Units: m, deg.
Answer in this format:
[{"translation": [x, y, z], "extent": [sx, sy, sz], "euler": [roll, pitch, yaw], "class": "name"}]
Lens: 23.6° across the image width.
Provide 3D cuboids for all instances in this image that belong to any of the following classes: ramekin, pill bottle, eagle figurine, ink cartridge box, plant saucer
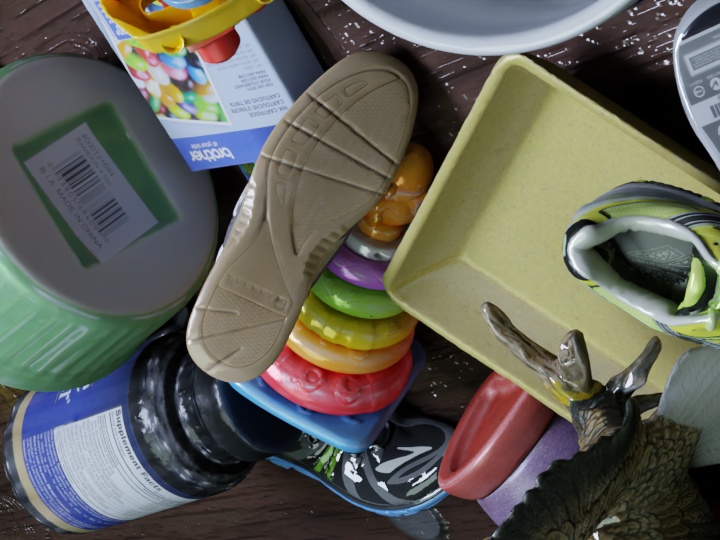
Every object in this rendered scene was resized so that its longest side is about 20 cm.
[{"translation": [-0.184, -0.035, 1.056], "extent": [0.200, 0.200, 0.098], "euler": [47, 137, -13], "class": "ramekin"}, {"translation": [-0.137, 0.104, 1.154], "extent": [0.200, 0.112, 0.112], "euler": [-21, 116, 35], "class": "pill bottle"}, {"translation": [0.115, 0.128, 0.846], "extent": [0.151, 0.200, 0.151], "euler": [12, 126, -2], "class": "eagle figurine"}, {"translation": [-0.085, -0.125, 0.998], "extent": [0.119, 0.042, 0.200], "euler": [-3, 130, 44], "class": "ink cartridge box"}, {"translation": [0.132, -0.007, 0.913], "extent": [0.200, 0.048, 0.200], "euler": [34, 137, 7], "class": "plant saucer"}]

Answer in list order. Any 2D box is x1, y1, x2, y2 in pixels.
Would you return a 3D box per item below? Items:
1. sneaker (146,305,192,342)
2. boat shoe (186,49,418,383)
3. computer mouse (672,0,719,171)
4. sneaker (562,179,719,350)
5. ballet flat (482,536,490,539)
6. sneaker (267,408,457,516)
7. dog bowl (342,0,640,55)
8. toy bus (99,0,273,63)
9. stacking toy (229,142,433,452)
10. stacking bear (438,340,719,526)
[{"translation": [-0.195, 0.000, 1.209], "extent": [0.200, 0.071, 0.098], "euler": [41, 146, -8], "class": "sneaker"}, {"translation": [-0.036, -0.033, 0.958], "extent": [0.072, 0.200, 0.065], "euler": [26, -175, -12], "class": "boat shoe"}, {"translation": [0.209, -0.039, 0.790], "extent": [0.110, 0.044, 0.200], "euler": [-21, 90, 34], "class": "computer mouse"}, {"translation": [0.179, 0.015, 0.749], "extent": [0.200, 0.076, 0.076], "euler": [14, 107, 27], "class": "sneaker"}, {"translation": [0.163, 0.249, 1.181], "extent": [0.200, 0.069, 0.063], "euler": [27, 158, 17], "class": "ballet flat"}, {"translation": [-0.013, 0.107, 1.167], "extent": [0.199, 0.071, 0.083], "euler": [16, 146, 33], "class": "sneaker"}, {"translation": [0.059, -0.192, 0.690], "extent": [0.200, 0.079, 0.200], "euler": [9, 111, 25], "class": "dog bowl"}, {"translation": [-0.095, -0.171, 0.812], "extent": [0.192, 0.136, 0.200], "euler": [61, -176, -37], "class": "toy bus"}, {"translation": [0.000, 0.000, 1.025], "extent": [0.110, 0.116, 0.200], "euler": [29, 133, 8], "class": "stacking toy"}, {"translation": [0.156, 0.142, 1.031], "extent": [0.200, 0.114, 0.121], "euler": [36, 146, -5], "class": "stacking bear"}]
